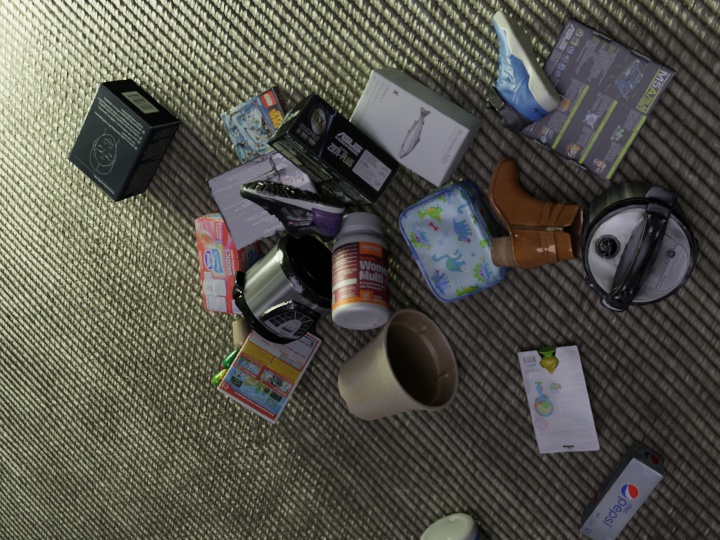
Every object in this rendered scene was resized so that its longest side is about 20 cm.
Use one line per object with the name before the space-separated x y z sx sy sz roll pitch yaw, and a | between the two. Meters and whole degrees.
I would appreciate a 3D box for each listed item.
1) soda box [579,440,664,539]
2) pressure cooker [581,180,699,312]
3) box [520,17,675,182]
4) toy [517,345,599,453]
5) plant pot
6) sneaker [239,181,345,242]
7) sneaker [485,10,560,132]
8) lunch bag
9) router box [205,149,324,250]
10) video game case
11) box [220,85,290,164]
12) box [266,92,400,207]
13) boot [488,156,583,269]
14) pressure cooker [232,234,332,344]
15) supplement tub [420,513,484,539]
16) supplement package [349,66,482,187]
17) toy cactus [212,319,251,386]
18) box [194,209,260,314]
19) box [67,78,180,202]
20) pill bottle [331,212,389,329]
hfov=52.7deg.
soda box | 0.492 0.423 1.373 0.063 0.068 0.202 30 116 12
pressure cooker | 0.439 -0.039 1.163 0.177 0.200 0.178 -22 100 23
box | 0.379 -0.280 1.199 0.192 0.047 0.202 30 116 10
toy | 0.376 0.239 1.374 0.114 0.047 0.203 -11 99 29
plant pot | 0.061 0.204 1.430 0.183 0.200 0.202 -33 93 40
sneaker | -0.133 -0.103 1.350 0.197 0.076 0.089 15 110 0
sneaker | 0.240 -0.324 1.204 0.111 0.076 0.202 -35 69 33
lunch bag | 0.171 -0.053 1.342 0.159 0.082 0.202 -26 96 27
router box | -0.179 -0.146 1.407 0.198 0.051 0.151 -22 99 9
video game case | -0.190 0.199 1.537 0.142 0.017 0.202 30 75 2
box | -0.179 -0.246 1.450 0.135 0.040 0.202 -19 99 26
box | -0.051 -0.207 1.297 0.199 0.163 0.087 37 80 -17
boot | 0.296 -0.104 1.230 0.154 0.076 0.203 -6 73 43
pressure cooker | -0.146 0.047 1.454 0.199 0.178 0.177 -39 80 28
supplement tub | 0.219 0.630 1.524 0.131 0.132 0.202 -23 98 27
supplement package | 0.097 -0.257 1.286 0.199 0.117 0.118 33 115 9
toy cactus | -0.242 0.191 1.609 0.198 0.102 0.167 -19 81 29
box | -0.275 -0.019 1.536 0.101 0.095 0.203 3 108 21
box | -0.501 -0.275 1.540 0.148 0.107 0.201 40 117 5
pill bottle | 0.000 0.000 1.368 0.108 0.109 0.203 -13 63 26
